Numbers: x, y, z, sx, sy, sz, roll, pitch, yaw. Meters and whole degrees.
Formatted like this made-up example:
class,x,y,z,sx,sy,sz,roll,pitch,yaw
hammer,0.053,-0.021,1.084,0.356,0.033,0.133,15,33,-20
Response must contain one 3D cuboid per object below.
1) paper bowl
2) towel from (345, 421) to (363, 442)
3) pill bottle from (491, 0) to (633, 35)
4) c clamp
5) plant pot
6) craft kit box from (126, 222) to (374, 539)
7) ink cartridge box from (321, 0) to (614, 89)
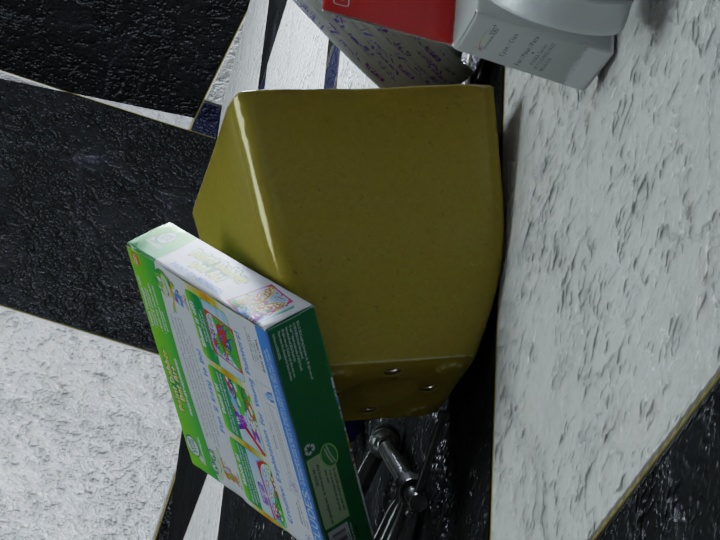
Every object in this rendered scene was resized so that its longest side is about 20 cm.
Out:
class,x,y,z,sx,sy,sz,roll,pitch,yaw
paper bowl,0.016,-0.225,1.567,0.104,0.201,0.201,-43,16,7
towel,-0.060,0.053,1.772,0.148,0.050,0.200,-95,-20,-64
pill bottle,0.135,-0.238,1.071,0.109,0.109,0.200,-100,22,-66
c clamp,0.021,0.175,1.521,0.200,0.027,0.171,-150,81,-77
plant pot,0.000,0.000,1.407,0.194,0.195,0.200,118,145,-61
craft kit box,-0.080,0.085,1.374,0.197,0.048,0.200,25,137,48
ink cartridge box,0.072,-0.223,1.214,0.045,0.176,0.200,124,156,-52
